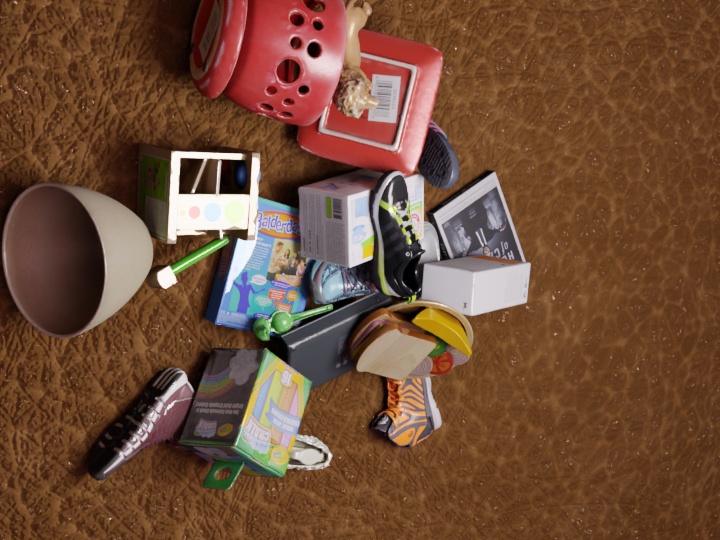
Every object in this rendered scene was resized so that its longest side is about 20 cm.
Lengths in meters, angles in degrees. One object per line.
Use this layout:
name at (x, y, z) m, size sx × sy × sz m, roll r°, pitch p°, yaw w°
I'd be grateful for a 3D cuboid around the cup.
cup at (-0.364, -0.021, 1.497) m, size 0.142 × 0.197 × 0.205 m, roll -13°, pitch 108°, yaw -56°

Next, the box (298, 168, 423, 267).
box at (0.005, -0.088, 1.722) m, size 0.199 × 0.100 × 0.115 m, roll -22°, pitch 117°, yaw -48°

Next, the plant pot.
plant pot at (-0.138, -0.323, 1.570) m, size 0.179 × 0.200 × 0.205 m, roll 10°, pitch 94°, yaw -25°

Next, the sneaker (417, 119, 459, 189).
sneaker at (0.124, -0.192, 1.765) m, size 0.081 × 0.201 × 0.071 m, roll 17°, pitch 120°, yaw -35°

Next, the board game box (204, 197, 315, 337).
board game box at (-0.144, -0.005, 1.712) m, size 0.150 × 0.045 × 0.204 m, roll 15°, pitch 91°, yaw -34°

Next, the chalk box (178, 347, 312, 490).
chalk box at (-0.175, 0.232, 1.648) m, size 0.124 × 0.123 × 0.203 m, roll 40°, pitch 58°, yaw -42°

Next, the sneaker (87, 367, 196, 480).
sneaker at (-0.303, 0.253, 1.644) m, size 0.200 × 0.075 × 0.116 m, roll -48°, pitch 124°, yaw -17°

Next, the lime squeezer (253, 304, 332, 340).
lime squeezer at (-0.120, 0.076, 1.683) m, size 0.199 × 0.070 × 0.038 m, roll -18°, pitch 78°, yaw -60°

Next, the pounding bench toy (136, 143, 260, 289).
pounding bench toy at (-0.229, -0.075, 1.595) m, size 0.154 × 0.124 × 0.204 m, roll -1°, pitch 100°, yaw -33°

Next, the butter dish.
butter dish at (0.022, -0.257, 1.722) m, size 0.196 × 0.148 × 0.204 m, roll 15°, pitch 92°, yaw 10°

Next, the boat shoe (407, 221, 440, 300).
boat shoe at (0.117, 0.020, 1.872) m, size 0.069 × 0.071 × 0.205 m, roll -7°, pitch 103°, yaw -32°

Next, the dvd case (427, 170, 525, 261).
dvd case at (0.209, -0.051, 1.947) m, size 0.149 × 0.025 × 0.203 m, roll -34°, pitch 115°, yaw -23°

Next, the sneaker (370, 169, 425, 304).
sneaker at (0.067, -0.050, 1.659) m, size 0.071 × 0.082 × 0.204 m, roll -26°, pitch 122°, yaw -46°

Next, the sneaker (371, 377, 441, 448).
sneaker at (0.064, 0.219, 1.874) m, size 0.111 × 0.077 × 0.203 m, roll -34°, pitch 116°, yaw -24°

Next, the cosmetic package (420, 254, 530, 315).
cosmetic package at (0.193, 0.022, 1.838) m, size 0.199 × 0.100 × 0.073 m, roll -9°, pitch 107°, yaw -55°

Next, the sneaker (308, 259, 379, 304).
sneaker at (0.000, 0.000, 1.752) m, size 0.199 × 0.094 × 0.081 m, roll -27°, pitch 117°, yaw -45°

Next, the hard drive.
hard drive at (-0.043, 0.121, 1.773) m, size 0.198 × 0.033 × 0.141 m, roll -24°, pitch 144°, yaw -28°

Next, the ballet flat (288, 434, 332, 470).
ballet flat at (-0.128, 0.283, 1.769) m, size 0.197 × 0.071 × 0.073 m, roll 14°, pitch 92°, yaw -33°

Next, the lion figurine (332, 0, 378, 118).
lion figurine at (-0.016, -0.316, 1.592) m, size 0.071 × 0.122 × 0.204 m, roll -9°, pitch 88°, yaw 10°

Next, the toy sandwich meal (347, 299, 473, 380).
toy sandwich meal at (0.085, 0.123, 1.753) m, size 0.201 × 0.071 × 0.207 m, roll -1°, pitch 135°, yaw -1°
